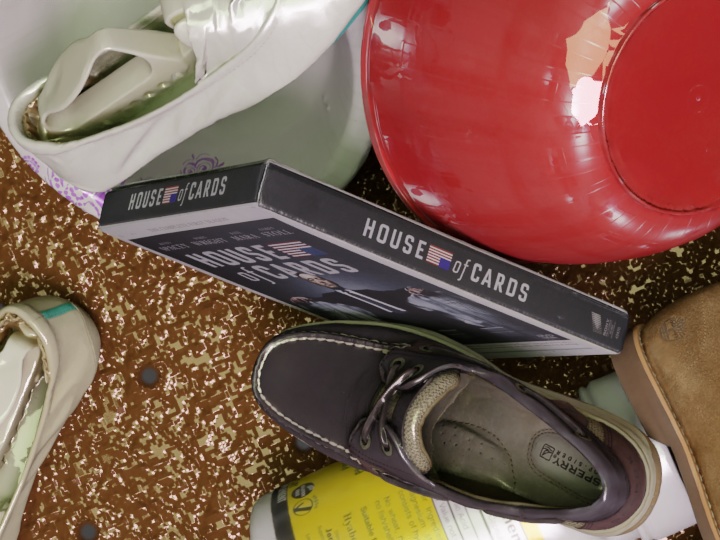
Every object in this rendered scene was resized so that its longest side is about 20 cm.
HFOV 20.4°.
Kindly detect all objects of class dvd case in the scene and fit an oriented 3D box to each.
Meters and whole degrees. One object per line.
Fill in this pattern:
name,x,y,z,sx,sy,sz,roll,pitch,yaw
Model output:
dvd case,0.000,0.000,0.910,0.200,0.150,0.025,21,76,-30

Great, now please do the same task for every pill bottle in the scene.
pill bottle,0.056,0.123,0.968,0.199,0.111,0.112,-24,88,7

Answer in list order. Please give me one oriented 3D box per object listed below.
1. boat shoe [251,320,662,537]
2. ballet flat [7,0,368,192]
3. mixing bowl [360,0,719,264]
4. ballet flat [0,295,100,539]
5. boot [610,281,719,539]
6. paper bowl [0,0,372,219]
boat shoe,0.035,0.066,0.894,0.199,0.065,0.072,20,88,23
ballet flat,-0.078,-0.096,0.867,0.200,0.069,0.070,-31,87,31
mixing bowl,0.111,-0.083,0.836,0.199,0.108,0.201,-9,112,-24
ballet flat,-0.199,0.103,1.023,0.069,0.069,0.201,26,95,6
boot,0.188,0.095,0.885,0.075,0.074,0.200,-35,68,21
paper bowl,-0.077,-0.120,0.960,0.200,0.104,0.201,6,122,9
